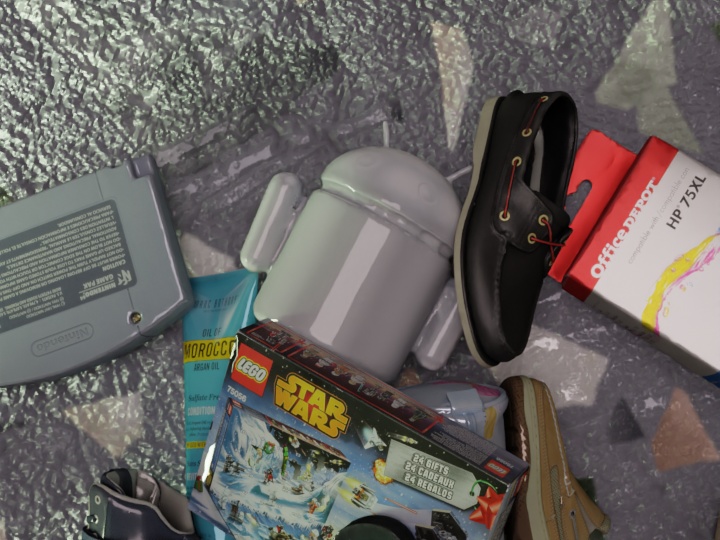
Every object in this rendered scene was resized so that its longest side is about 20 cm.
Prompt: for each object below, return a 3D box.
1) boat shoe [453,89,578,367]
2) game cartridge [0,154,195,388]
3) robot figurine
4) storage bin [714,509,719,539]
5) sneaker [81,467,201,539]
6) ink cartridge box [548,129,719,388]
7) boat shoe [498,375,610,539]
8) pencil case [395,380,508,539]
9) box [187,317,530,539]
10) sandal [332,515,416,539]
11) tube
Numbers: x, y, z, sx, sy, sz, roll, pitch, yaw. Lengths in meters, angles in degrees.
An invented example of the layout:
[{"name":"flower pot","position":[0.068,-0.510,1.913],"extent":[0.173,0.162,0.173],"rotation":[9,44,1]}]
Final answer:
[{"name":"boat shoe","position":[0.109,-0.033,0.800],"extent":[0.062,0.074,0.204],"rotation":[-5,62,34]},{"name":"game cartridge","position":[-0.225,0.010,0.867],"extent":[0.197,0.042,0.135],"rotation":[-19,85,8]},{"name":"robot figurine","position":[0.000,0.000,0.814],"extent":[0.168,0.113,0.202],"rotation":[29,87,-4]},{"name":"storage bin","position":[0.329,0.205,0.715],"extent":[0.196,0.200,0.095],"rotation":[14,84,7]},{"name":"sneaker","position":[-0.198,0.208,0.813],"extent":[0.199,0.077,0.149],"rotation":[1,90,18]},{"name":"ink cartridge box","position":[0.220,-0.009,0.817],"extent":[0.199,0.067,0.117],"rotation":[32,87,9]},{"name":"boat shoe","position":[0.135,0.172,0.812],"extent":[0.075,0.072,0.203],"rotation":[-4,91,-9]},{"name":"pencil case","position":[0.059,0.174,0.784],"extent":[0.082,0.091,0.203],"rotation":[-1,95,1]},{"name":"box","position":[-0.007,0.136,0.739],"extent":[0.198,0.040,0.138],"rotation":[28,113,21]},{"name":"sandal","position":[0.023,0.248,0.696],"extent":[0.075,0.048,0.203],"rotation":[-19,92,30]},{"name":"tube","position":[-0.100,0.102,0.846],"extent":[0.077,0.050,0.203],"rotation":[-6,81,30]}]
